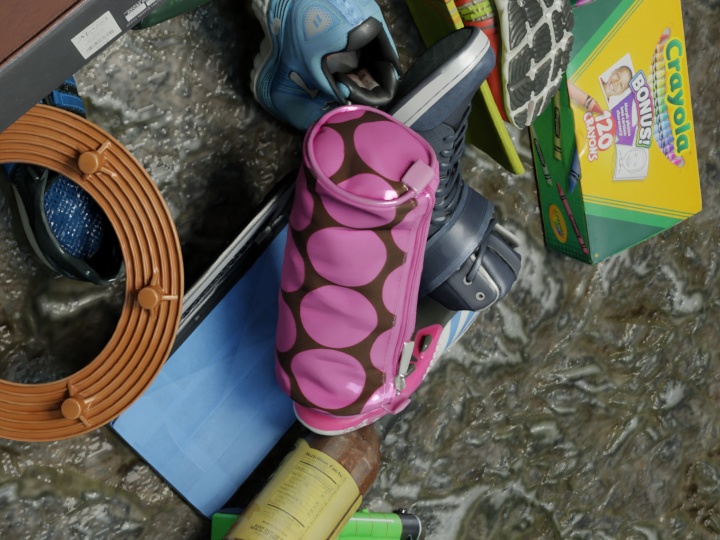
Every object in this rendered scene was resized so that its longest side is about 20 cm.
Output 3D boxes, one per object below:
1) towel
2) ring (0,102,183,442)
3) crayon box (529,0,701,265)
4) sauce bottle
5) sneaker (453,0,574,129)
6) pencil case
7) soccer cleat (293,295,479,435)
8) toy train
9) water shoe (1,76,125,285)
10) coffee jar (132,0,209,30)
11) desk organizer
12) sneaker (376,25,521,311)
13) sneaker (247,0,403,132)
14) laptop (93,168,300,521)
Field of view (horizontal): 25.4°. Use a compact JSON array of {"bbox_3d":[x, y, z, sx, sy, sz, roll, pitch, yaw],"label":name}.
[{"bbox_3d":[0.056,-0.158,1.095,0.018,0.086,0.201,-30,121,-5],"label":"towel"},{"bbox_3d":[-0.199,0.003,0.922,0.019,0.199,0.202,-38,129,-75],"label":"ring"},{"bbox_3d":[0.190,-0.121,1.214,0.118,0.058,0.201,-24,116,-27],"label":"crayon box"},{"bbox_3d":[-0.028,0.150,1.112,0.200,0.066,0.066,-50,128,-40],"label":"sauce bottle"},{"bbox_3d":[0.089,-0.196,1.107,0.077,0.085,0.201,-37,125,-33],"label":"sneaker"},{"bbox_3d":[0.000,0.000,0.998,0.091,0.093,0.201,-35,146,-36],"label":"pencil case"},{"bbox_3d":[0.031,0.055,1.138,0.200,0.070,0.087,-44,161,-23],"label":"soccer cleat"},{"bbox_3d":[-0.027,0.201,1.168,0.199,0.042,0.057,9,80,-41],"label":"toy train"},{"bbox_3d":[-0.186,-0.084,0.952,0.071,0.079,0.201,-34,120,-22],"label":"water shoe"},{"bbox_3d":[-0.075,-0.225,0.983,0.199,0.085,0.105,-23,114,-26],"label":"coffee jar"},{"bbox_3d":[-0.206,-0.130,0.873,0.200,0.072,0.077,-39,81,-2],"label":"desk organizer"},{"bbox_3d":[0.065,-0.059,1.041,0.146,0.202,0.077,38,48,-6],"label":"sneaker"},{"bbox_3d":[-0.018,-0.125,1.007,0.078,0.090,0.200,-40,165,-10],"label":"sneaker"},{"bbox_3d":[-0.074,0.057,1.053,0.116,0.200,0.188,41,77,-1],"label":"laptop"}]
